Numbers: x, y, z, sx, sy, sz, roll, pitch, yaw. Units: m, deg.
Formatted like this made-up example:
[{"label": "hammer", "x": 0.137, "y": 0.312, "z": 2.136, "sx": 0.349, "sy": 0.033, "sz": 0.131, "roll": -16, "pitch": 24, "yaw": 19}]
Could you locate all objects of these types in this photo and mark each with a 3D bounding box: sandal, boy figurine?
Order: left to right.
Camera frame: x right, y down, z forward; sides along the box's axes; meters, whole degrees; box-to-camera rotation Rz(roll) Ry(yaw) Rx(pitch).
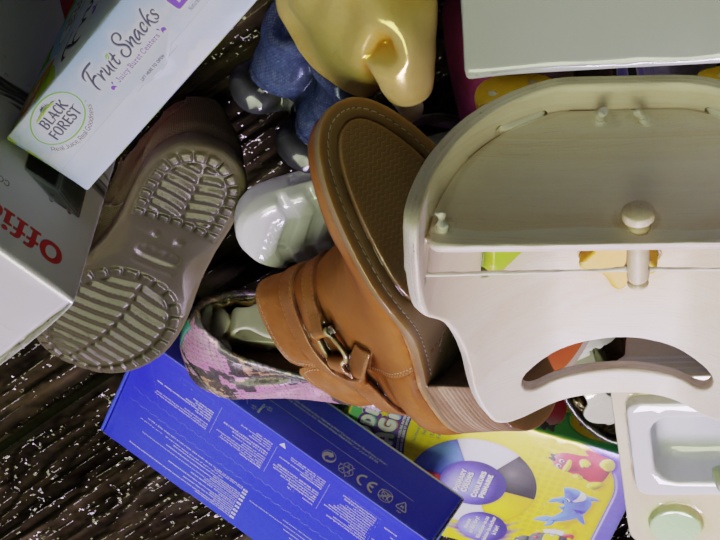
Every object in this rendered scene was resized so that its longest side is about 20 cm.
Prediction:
[{"label": "boy figurine", "x": -0.005, "y": -0.132, "z": 1.297, "sx": 0.124, "sy": 0.064, "sz": 0.200, "roll": 49, "pitch": 145, "yaw": 13}, {"label": "sandal", "x": 0.031, "y": -0.053, "z": 1.411, "sx": 0.201, "sy": 0.050, "sz": 0.083, "roll": -10, "pitch": 143, "yaw": -8}]

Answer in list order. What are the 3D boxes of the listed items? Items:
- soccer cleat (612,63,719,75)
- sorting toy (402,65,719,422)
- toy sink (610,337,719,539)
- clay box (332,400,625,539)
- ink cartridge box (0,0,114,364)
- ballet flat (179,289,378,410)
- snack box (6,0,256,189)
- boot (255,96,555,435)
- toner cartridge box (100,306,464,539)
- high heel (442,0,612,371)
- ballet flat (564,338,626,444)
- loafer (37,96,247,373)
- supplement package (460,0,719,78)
[{"label": "soccer cleat", "x": 0.152, "y": -0.124, "z": 1.324, "sx": 0.073, "sy": 0.068, "sz": 0.200, "roll": 41, "pitch": 136, "yaw": 3}, {"label": "sorting toy", "x": 0.119, "y": 0.007, "z": 1.245, "sx": 0.198, "sy": 0.107, "sz": 0.181, "roll": -1, "pitch": 134, "yaw": 1}, {"label": "toy sink", "x": 0.190, "y": 0.065, "z": 1.400, "sx": 0.111, "sy": 0.201, "sz": 0.131, "roll": -2, "pitch": 136, "yaw": 12}, {"label": "clay box", "x": 0.057, "y": 0.103, "z": 1.572, "sx": 0.199, "sy": 0.048, "sz": 0.115, "roll": 14, "pitch": 136, "yaw": -5}, {"label": "ink cartridge box", "x": -0.195, "y": -0.073, "z": 1.333, "sx": 0.147, "sy": 0.201, "sz": 0.083, "roll": 36, "pitch": 131, "yaw": -25}, {"label": "ballet flat", "x": 0.000, "y": 0.038, "z": 1.484, "sx": 0.198, "sy": 0.070, "sz": 0.071, "roll": 1, "pitch": 158, "yaw": -1}, {"label": "snack box", "x": -0.081, "y": -0.146, "z": 1.263, "sx": 0.053, "sy": 0.143, "sz": 0.200, "roll": 33, "pitch": 139, "yaw": -13}, {"label": "boot", "x": 0.000, "y": 0.000, "z": 1.359, "sx": 0.155, "sy": 0.077, "sz": 0.200, "roll": 4, "pitch": 139, "yaw": 53}, {"label": "toner cartridge box", "x": -0.046, "y": 0.110, "z": 1.553, "sx": 0.199, "sy": 0.043, "sz": 0.095, "roll": 35, "pitch": 138, "yaw": 6}, {"label": "high heel", "x": 0.078, "y": -0.041, "z": 1.366, "sx": 0.096, "sy": 0.067, "sz": 0.201, "roll": 29, "pitch": 125, "yaw": 39}, {"label": "ballet flat", "x": 0.116, "y": 0.028, "z": 1.445, "sx": 0.068, "sy": 0.069, "sz": 0.200, "roll": -23, "pitch": 141, "yaw": 11}, {"label": "loafer", "x": -0.112, "y": -0.017, "z": 1.468, "sx": 0.076, "sy": 0.068, "sz": 0.200, "roll": 29, "pitch": 133, "yaw": -15}, {"label": "supplement package", "x": 0.147, "y": -0.150, "z": 1.194, "sx": 0.199, "sy": 0.117, "sz": 0.118, "roll": -1, "pitch": 97, "yaw": 14}]
